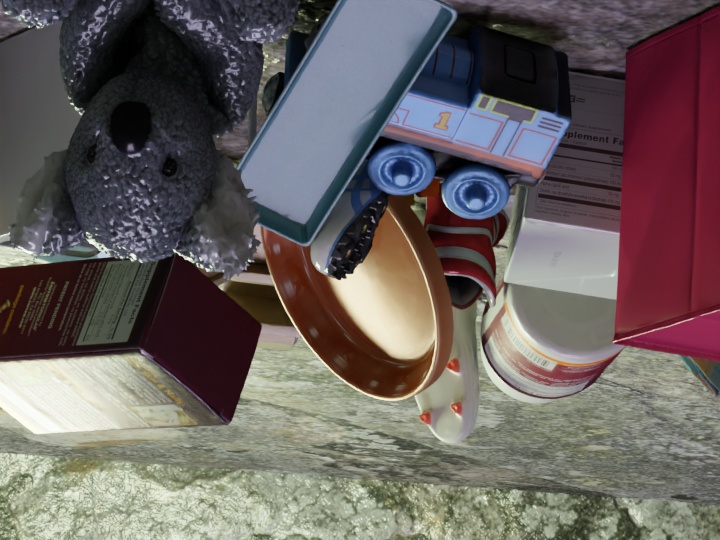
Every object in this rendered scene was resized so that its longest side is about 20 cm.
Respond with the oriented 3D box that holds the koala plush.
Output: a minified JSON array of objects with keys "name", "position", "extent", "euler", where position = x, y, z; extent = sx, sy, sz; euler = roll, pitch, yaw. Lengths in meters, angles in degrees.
[{"name":"koala plush","position":[-0.126,-0.095,1.489],"extent":[0.176,0.201,0.184],"euler":[4,168,1]}]

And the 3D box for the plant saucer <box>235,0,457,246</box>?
[{"name":"plant saucer","position":[-0.016,-0.105,1.543],"extent":[0.070,0.019,0.200],"euler":[25,120,-14]}]

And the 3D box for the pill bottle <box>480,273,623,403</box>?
[{"name":"pill bottle","position":[0.160,0.041,2.000],"extent":[0.113,0.115,0.200],"euler":[5,164,-5]}]

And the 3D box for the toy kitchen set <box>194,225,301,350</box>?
[{"name":"toy kitchen set","position":[-0.081,0.038,1.966],"extent":[0.199,0.181,0.164],"euler":[6,125,-8]}]

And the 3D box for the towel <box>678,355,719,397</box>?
[{"name":"towel","position":[0.300,0.016,1.995],"extent":[0.022,0.147,0.200],"euler":[24,174,23]}]

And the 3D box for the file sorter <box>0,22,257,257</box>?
[{"name":"file sorter","position":[-0.176,-0.089,1.687],"extent":[0.124,0.140,0.200],"euler":[10,167,-36]}]

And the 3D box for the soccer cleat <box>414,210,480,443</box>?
[{"name":"soccer cleat","position":[0.074,0.045,2.066],"extent":[0.069,0.201,0.077],"euler":[-21,165,39]}]

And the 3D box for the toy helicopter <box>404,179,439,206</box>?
[{"name":"toy helicopter","position":[0.023,-0.009,1.892],"extent":[0.078,0.133,0.200],"euler":[-7,156,-5]}]

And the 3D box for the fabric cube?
[{"name":"fabric cube","position":[0.292,-0.050,1.554],"extent":[0.195,0.201,0.200],"euler":[11,166,-23]}]

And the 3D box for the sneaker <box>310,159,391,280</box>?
[{"name":"sneaker","position":[-0.012,-0.062,1.672],"extent":[0.072,0.200,0.072],"euler":[21,125,-2]}]

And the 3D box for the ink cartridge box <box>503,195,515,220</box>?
[{"name":"ink cartridge box","position":[0.209,-0.045,1.979],"extent":[0.159,0.048,0.200],"euler":[0,161,19]}]

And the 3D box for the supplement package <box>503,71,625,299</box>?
[{"name":"supplement package","position":[0.192,-0.053,1.754],"extent":[0.155,0.112,0.200],"euler":[9,168,1]}]

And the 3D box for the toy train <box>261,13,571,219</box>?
[{"name":"toy train","position":[0.039,-0.109,1.599],"extent":[0.199,0.087,0.115],"euler":[15,132,-13]}]

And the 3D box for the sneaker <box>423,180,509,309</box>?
[{"name":"sneaker","position":[0.082,-0.014,1.979],"extent":[0.071,0.113,0.200],"euler":[1,168,9]}]

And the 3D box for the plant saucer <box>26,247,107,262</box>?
[{"name":"plant saucer","position":[-0.206,-0.033,2.163],"extent":[0.200,0.039,0.201],"euler":[3,167,1]}]

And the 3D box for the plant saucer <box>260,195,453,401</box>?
[{"name":"plant saucer","position":[0.000,0.000,1.813],"extent":[0.032,0.201,0.200],"euler":[-29,-173,-33]}]

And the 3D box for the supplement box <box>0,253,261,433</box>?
[{"name":"supplement box","position":[-0.187,0.055,1.791],"extent":[0.199,0.086,0.110],"euler":[-5,145,37]}]
